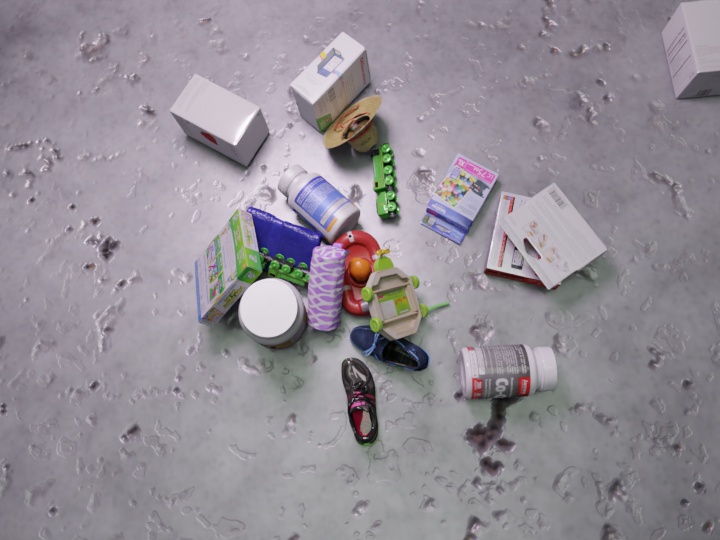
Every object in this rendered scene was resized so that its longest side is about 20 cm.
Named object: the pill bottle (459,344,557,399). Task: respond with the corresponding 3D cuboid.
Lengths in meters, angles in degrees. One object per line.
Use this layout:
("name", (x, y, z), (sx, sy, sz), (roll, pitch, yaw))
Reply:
("pill bottle", (0.325, 0.224, 1.276), (0.197, 0.114, 0.115), (-3, 75, 3))

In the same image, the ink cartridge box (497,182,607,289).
("ink cartridge box", (0.441, -0.076, 1.334), (0.173, 0.044, 0.201), (-33, 77, -6))

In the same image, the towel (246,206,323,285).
("towel", (-0.193, -0.058, 1.390), (0.198, 0.050, 0.149), (22, 115, 9))

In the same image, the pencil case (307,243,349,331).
("pencil case", (-0.077, 0.037, 1.309), (0.083, 0.086, 0.202), (14, 113, 12))

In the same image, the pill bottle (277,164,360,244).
("pill bottle", (-0.105, -0.167, 1.403), (0.200, 0.112, 0.112), (42, 81, 12))

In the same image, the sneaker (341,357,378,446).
("sneaker", (0.002, 0.291, 1.291), (0.076, 0.084, 0.202), (-15, 75, -2))

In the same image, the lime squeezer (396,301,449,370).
("lime squeezer", (0.127, 0.132, 1.351), (0.070, 0.038, 0.201), (37, 79, 11))

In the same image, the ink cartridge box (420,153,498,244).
("ink cartridge box", (0.245, -0.179, 1.426), (0.119, 0.042, 0.201), (29, 80, 10))

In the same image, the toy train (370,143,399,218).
("toy train", (0.060, -0.225, 1.439), (0.056, 0.042, 0.202), (-11, 70, 18))

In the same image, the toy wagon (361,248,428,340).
("toy wagon", (0.071, 0.051, 1.293), (0.154, 0.039, 0.202), (-12, 83, -38))

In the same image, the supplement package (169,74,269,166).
("supplement package", (-0.354, -0.380, 1.459), (0.199, 0.121, 0.121), (28, 78, 10))

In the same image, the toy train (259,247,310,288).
("toy train", (-0.189, -0.006, 1.359), (0.198, 0.057, 0.042), (21, 39, 7))

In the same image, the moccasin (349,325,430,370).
("moccasin", (0.062, 0.171, 1.307), (0.198, 0.068, 0.081), (14, 96, 22))

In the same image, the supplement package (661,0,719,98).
("supplement package", (0.861, -0.558, 1.449), (0.120, 0.120, 0.202), (-4, 75, 3))

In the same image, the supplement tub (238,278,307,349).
("supplement tub", (-0.194, 0.098, 1.287), (0.143, 0.200, 0.147), (0, 78, -2))

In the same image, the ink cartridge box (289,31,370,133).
("ink cartridge box", (-0.072, -0.476, 1.464), (0.087, 0.145, 0.200), (41, 82, 15))

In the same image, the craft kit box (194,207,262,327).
("craft kit box", (-0.308, -0.009, 1.316), (0.198, 0.048, 0.201), (-47, 41, 26))

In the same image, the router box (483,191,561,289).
("router box", (0.404, -0.073, 1.383), (0.177, 0.049, 0.202), (14, 77, 6))

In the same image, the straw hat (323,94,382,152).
("straw hat", (0.002, -0.347, 1.450), (0.201, 0.201, 0.085), (-48, 119, -9))

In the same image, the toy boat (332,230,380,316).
("toy boat", (0.000, 0.000, 1.343), (0.129, 0.131, 0.202), (-17, 75, -2))
